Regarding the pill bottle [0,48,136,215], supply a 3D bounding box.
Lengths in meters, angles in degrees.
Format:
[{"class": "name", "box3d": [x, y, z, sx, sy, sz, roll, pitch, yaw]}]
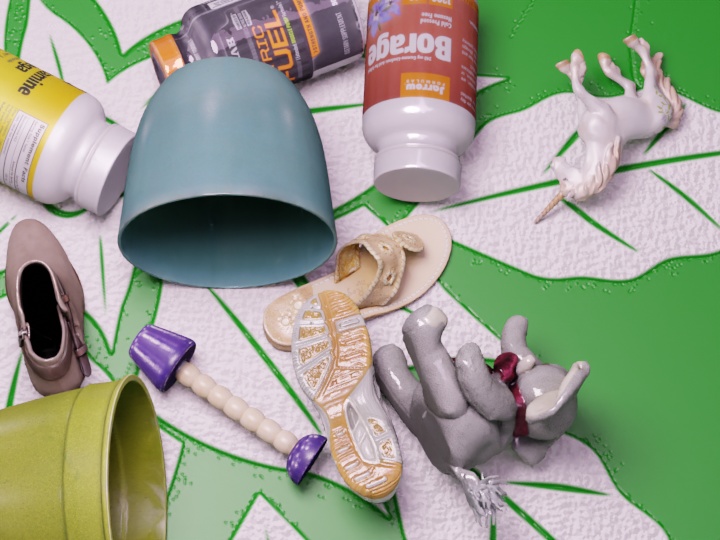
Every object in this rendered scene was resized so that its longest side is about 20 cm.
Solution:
[{"class": "pill bottle", "box3d": [-0.314, -0.134, 1.578, 0.199, 0.113, 0.113, 27, 70, 5]}]

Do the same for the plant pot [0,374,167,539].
[{"class": "plant pot", "box3d": [-0.282, 0.196, 1.435, 0.191, 0.201, 0.203, -4, 70, 7]}]

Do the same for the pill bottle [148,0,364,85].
[{"class": "pill bottle", "box3d": [-0.104, -0.222, 1.630, 0.198, 0.106, 0.107, -23, 73, -11]}]

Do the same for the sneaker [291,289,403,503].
[{"class": "sneaker", "box3d": [-0.013, 0.120, 1.525, 0.075, 0.088, 0.202, -15, 70, 0]}]

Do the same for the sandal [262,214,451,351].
[{"class": "sandal", "box3d": [0.003, 0.005, 1.575, 0.210, 0.070, 0.078, -30, 75, -14]}]

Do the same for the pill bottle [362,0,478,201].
[{"class": "pill bottle", "box3d": [0.058, -0.175, 1.621, 0.111, 0.112, 0.202, 4, 70, -3]}]

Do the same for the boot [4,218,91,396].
[{"class": "boot", "box3d": [-0.286, 0.022, 1.506, 0.070, 0.146, 0.202, -18, 72, -9]}]

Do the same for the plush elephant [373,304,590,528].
[{"class": "plush elephant", "box3d": [0.126, 0.110, 1.505, 0.154, 0.165, 0.201, -24, 72, -21]}]

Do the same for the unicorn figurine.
[{"class": "unicorn figurine", "box3d": [0.243, -0.150, 1.644, 0.198, 0.074, 0.139, -20, 84, -17]}]

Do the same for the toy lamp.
[{"class": "toy lamp", "box3d": [-0.124, 0.118, 1.534, 0.199, 0.058, 0.058, 34, 71, 5]}]

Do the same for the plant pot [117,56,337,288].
[{"class": "plant pot", "box3d": [-0.121, -0.097, 1.540, 0.198, 0.201, 0.163, 1, 66, -4]}]
